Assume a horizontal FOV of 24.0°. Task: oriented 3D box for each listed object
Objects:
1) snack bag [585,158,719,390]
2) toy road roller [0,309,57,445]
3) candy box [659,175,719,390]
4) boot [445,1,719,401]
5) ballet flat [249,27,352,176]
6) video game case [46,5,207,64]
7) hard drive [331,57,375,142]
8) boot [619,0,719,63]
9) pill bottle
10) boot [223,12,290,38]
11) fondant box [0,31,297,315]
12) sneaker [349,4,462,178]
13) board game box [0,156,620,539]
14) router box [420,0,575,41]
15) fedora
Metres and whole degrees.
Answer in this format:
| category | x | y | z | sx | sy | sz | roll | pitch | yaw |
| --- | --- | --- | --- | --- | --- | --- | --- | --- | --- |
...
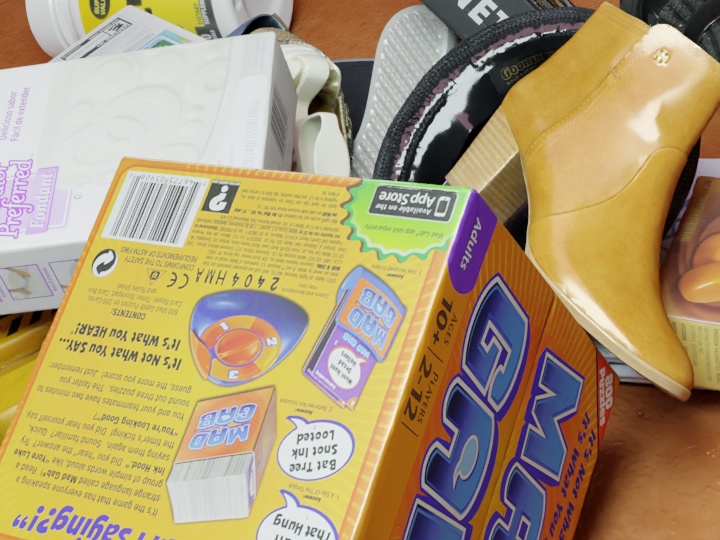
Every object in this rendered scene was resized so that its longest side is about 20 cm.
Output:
| category | x | y | z | sx | sy | sz | roll | pitch | yaw |
| --- | --- | --- | --- | --- | --- | --- | --- | --- | --- |
| snack bag | 0.150 | -0.005 | 1.024 | 0.199 | 0.022 | 0.189 | 3 | 44 | 29 |
| toy road roller | -0.161 | 0.055 | 1.027 | 0.199 | 0.123 | 0.146 | -26 | 37 | 2 |
| candy box | 0.261 | 0.016 | 0.895 | 0.198 | 0.057 | 0.117 | 10 | 47 | 24 |
| boot | 0.143 | -0.045 | 0.868 | 0.144 | 0.071 | 0.201 | -45 | 54 | 8 |
| ballet flat | -0.031 | -0.085 | 1.064 | 0.067 | 0.075 | 0.202 | -3 | 64 | -17 |
| video game case | -0.180 | -0.089 | 1.087 | 0.200 | 0.024 | 0.182 | -40 | 38 | -17 |
| hard drive | -0.070 | -0.096 | 1.231 | 0.198 | 0.043 | 0.135 | -8 | 39 | 19 |
| boot | 0.291 | -0.195 | 1.131 | 0.211 | 0.080 | 0.158 | -39 | 32 | -4 |
| pill bottle | -0.165 | -0.223 | 1.375 | 0.198 | 0.115 | 0.115 | 0 | 42 | 28 |
| boot | -0.114 | -0.108 | 1.123 | 0.097 | 0.075 | 0.200 | -39 | 13 | 34 |
| fondant box | -0.141 | -0.055 | 0.968 | 0.198 | 0.058 | 0.145 | -7 | 50 | 12 |
| sneaker | 0.036 | -0.065 | 1.127 | 0.075 | 0.105 | 0.202 | 12 | 78 | 28 |
| board game box | -0.023 | 0.087 | 0.806 | 0.199 | 0.200 | 0.201 | 7 | 66 | 32 |
| router box | 0.088 | -0.185 | 1.127 | 0.051 | 0.200 | 0.150 | -42 | 33 | 17 |
| fedora | 0.108 | -0.049 | 0.984 | 0.199 | 0.092 | 0.202 | -7 | 70 | 21 |
